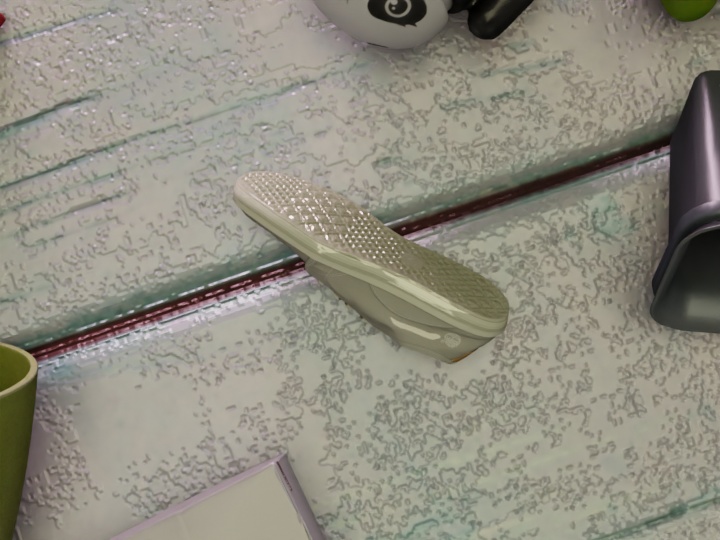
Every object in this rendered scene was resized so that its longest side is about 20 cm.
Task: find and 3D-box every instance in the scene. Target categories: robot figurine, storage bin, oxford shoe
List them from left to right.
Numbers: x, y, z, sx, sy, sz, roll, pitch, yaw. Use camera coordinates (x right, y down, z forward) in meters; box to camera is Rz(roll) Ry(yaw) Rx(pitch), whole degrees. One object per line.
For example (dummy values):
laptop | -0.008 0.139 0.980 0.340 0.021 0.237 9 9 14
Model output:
oxford shoe | 0.000 0.000 0.773 0.199 0.075 0.058 30 123 4
robot figurine | 0.046 -0.236 0.753 0.200 0.125 0.150 -49 55 -2
storage bin | 0.282 -0.041 0.743 0.199 0.146 0.135 4 59 2

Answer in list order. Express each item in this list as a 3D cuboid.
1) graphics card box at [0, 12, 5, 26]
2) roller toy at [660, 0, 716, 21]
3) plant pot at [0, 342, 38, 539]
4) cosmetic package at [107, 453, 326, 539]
graphics card box | -0.355 -0.180 0.795 0.200 0.051 0.126 35 88 2
roller toy | 0.231 -0.267 0.721 0.139 0.200 0.184 -8 80 0
plant pot | -0.288 0.159 0.723 0.186 0.187 0.201 1 101 1
cosmetic package | -0.115 0.206 0.750 0.199 0.090 0.107 -25 86 -3
